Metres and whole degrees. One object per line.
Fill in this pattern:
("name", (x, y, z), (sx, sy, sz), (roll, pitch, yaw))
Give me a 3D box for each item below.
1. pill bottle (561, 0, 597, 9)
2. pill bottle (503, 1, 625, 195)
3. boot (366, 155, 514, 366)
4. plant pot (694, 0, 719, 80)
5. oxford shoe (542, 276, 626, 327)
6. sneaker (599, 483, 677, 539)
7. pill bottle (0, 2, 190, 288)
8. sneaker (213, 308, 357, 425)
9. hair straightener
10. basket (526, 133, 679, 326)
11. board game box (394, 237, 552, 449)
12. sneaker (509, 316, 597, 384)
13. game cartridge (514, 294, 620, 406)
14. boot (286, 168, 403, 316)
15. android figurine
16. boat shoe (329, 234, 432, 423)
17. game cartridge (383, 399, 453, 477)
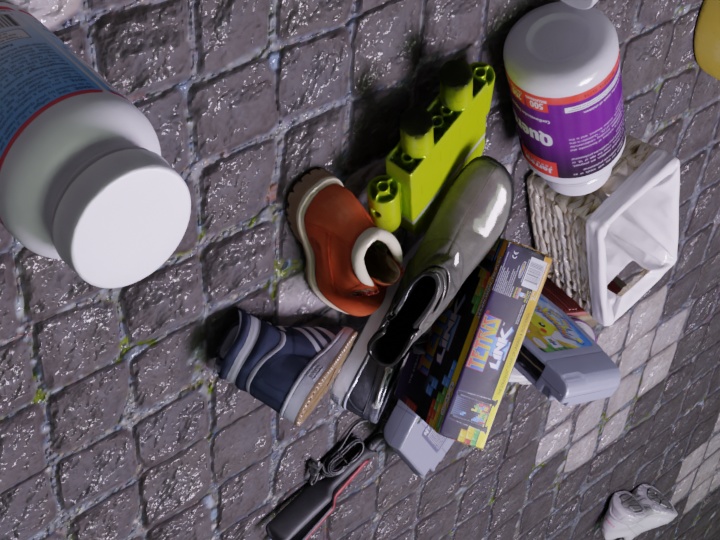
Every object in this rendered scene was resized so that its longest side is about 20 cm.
("pill bottle", (0.239, -0.341, 1.092), (0.200, 0.116, 0.117), (-47, 147, -5))
("pill bottle", (0.211, -0.166, 1.231), (0.112, 0.112, 0.201), (-41, 145, -13))
("boot", (0.079, -0.005, 1.137), (0.202, 0.067, 0.131), (-61, 176, 19))
("plant pot", (0.527, -0.283, 1.428), (0.199, 0.189, 0.203), (-29, 141, -27))
("oxford shoe", (0.273, 0.053, 1.559), (0.198, 0.071, 0.075), (-5, 133, -45))
("sneaker", (0.498, 0.450, 2.215), (0.198, 0.078, 0.100), (8, 123, -42))
("pill bottle", (-0.194, -0.078, 0.757), (0.108, 0.200, 0.110), (-29, 141, -27))
("sneaker", (-0.073, 0.077, 1.183), (0.071, 0.107, 0.200), (-64, 175, 16))
("hair straightener", (-0.031, 0.240, 1.400), (0.199, 0.041, 0.077), (-41, 146, -16))
("basket", (0.282, -0.058, 1.410), (0.135, 0.123, 0.201), (-40, 146, -16))
("board game box", (0.112, 0.062, 1.251), (0.056, 0.165, 0.203), (19, 92, -17))
("sneaker", (0.196, 0.111, 1.452), (0.198, 0.076, 0.100), (-2, 147, -38))
("game cartridge", (0.195, 0.071, 1.362), (0.132, 0.200, 0.041), (1, 126, -51))
("boot", (0.000, 0.000, 1.150), (0.075, 0.107, 0.201), (-45, 149, -13))
("android figurine", (0.071, -0.111, 1.154), (0.183, 0.041, 0.201), (-52, 163, -16))
("boat shoe", (0.043, 0.062, 1.263), (0.202, 0.067, 0.072), (-60, 166, -7))
("game cartridge", (0.104, 0.140, 1.446), (0.201, 0.041, 0.133), (-55, 152, -12))
